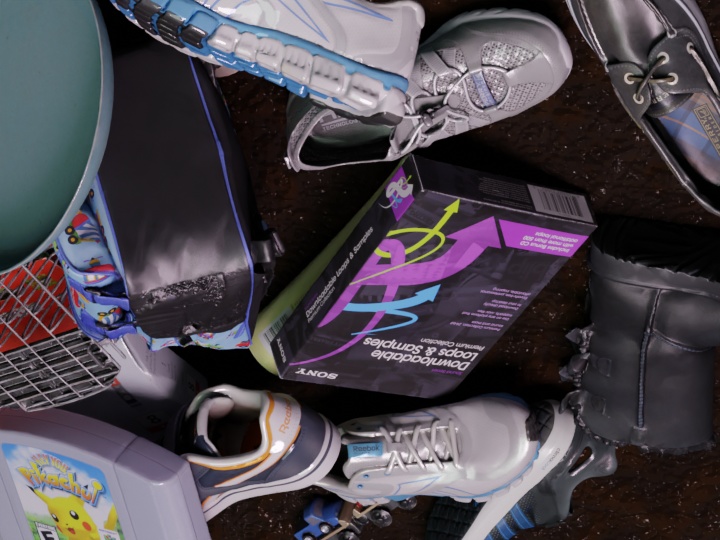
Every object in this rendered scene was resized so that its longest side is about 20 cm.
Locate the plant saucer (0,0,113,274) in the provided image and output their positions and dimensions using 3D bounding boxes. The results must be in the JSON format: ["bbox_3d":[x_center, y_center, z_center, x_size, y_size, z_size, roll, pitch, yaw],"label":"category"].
[{"bbox_3d":[-0.206,-0.095,1.144,0.027,0.201,0.200,9,144,-46],"label":"plant saucer"}]

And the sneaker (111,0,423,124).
[{"bbox_3d":[-0.055,-0.158,1.128,0.199,0.087,0.075,22,174,0],"label":"sneaker"}]

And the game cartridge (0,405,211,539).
[{"bbox_3d":[-0.200,0.162,1.394,0.199,0.040,0.134,10,125,30],"label":"game cartridge"}]

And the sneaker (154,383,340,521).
[{"bbox_3d":[-0.115,0.131,1.393,0.199,0.079,0.079,-24,135,29],"label":"sneaker"}]

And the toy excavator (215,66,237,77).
[{"bbox_3d":[-0.093,-0.220,1.164,0.194,0.100,0.200,-29,125,32],"label":"toy excavator"}]

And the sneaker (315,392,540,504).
[{"bbox_3d":[0.033,0.132,1.381,0.199,0.076,0.086,-16,164,34],"label":"sneaker"}]

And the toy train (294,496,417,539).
[{"bbox_3d":[0.014,0.167,1.476,0.046,0.034,0.200,41,125,-15],"label":"toy train"}]

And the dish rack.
[{"bbox_3d":[-0.249,0.011,1.290,0.153,0.055,0.200,-16,125,39],"label":"dish rack"}]

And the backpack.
[{"bbox_3d":[-0.129,-0.033,1.235,0.134,0.184,0.200,-15,161,-7],"label":"backpack"}]

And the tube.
[{"bbox_3d":[0.000,0.000,1.342,0.200,0.058,0.052,-43,66,32],"label":"tube"}]

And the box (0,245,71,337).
[{"bbox_3d":[-0.251,-0.008,1.383,0.199,0.038,0.137,-17,132,25],"label":"box"}]

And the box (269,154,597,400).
[{"bbox_3d":[0.046,0.011,1.307,0.142,0.036,0.200,9,137,-31],"label":"box"}]

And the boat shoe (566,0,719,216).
[{"bbox_3d":[0.190,-0.116,1.193,0.068,0.057,0.200,-26,118,30],"label":"boat shoe"}]

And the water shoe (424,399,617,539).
[{"bbox_3d":[0.117,0.175,1.435,0.079,0.072,0.200,22,135,-17],"label":"water shoe"}]

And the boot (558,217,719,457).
[{"bbox_3d":[0.230,0.056,1.311,0.197,0.073,0.163,12,128,13],"label":"boot"}]

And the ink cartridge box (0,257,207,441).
[{"bbox_3d":[-0.228,0.075,1.410,0.161,0.050,0.200,-18,146,25],"label":"ink cartridge box"}]

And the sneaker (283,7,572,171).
[{"bbox_3d":[0.041,-0.101,1.225,0.199,0.082,0.075,-18,122,25],"label":"sneaker"}]
